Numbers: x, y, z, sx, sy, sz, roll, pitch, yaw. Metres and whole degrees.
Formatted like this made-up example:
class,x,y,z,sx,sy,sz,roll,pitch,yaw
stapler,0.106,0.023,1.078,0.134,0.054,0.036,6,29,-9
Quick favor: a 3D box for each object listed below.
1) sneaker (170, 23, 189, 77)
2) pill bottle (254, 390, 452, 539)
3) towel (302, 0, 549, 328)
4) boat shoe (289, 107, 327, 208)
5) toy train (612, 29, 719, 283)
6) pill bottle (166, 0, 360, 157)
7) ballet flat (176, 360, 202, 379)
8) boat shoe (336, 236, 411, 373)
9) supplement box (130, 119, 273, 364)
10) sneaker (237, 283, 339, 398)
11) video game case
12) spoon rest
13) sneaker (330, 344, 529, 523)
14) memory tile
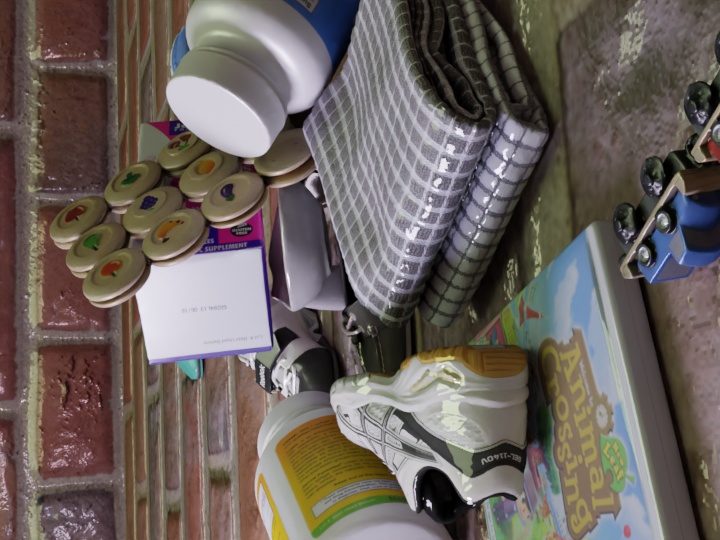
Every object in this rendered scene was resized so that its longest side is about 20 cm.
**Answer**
class,x,y,z,sx,sy,sz,roll,pitch,yaw
sneaker,-0.185,-0.234,1.409,0.089,0.077,0.203,-51,50,52
pill bottle,-0.014,0.167,0.797,0.200,0.109,0.113,-129,43,-63
towel,0.031,-0.089,0.701,0.202,0.084,0.167,-107,26,-43
boat shoe,-0.066,-0.151,0.943,0.077,0.070,0.202,-82,-21,-54
toy train,0.149,-0.062,0.426,0.046,0.034,0.201,62,148,33
pill bottle,-0.057,-0.184,0.805,0.202,0.111,0.112,-63,8,-23
ballet flat,-0.276,0.071,1.673,0.068,0.069,0.203,123,143,-58
boat shoe,0.000,0.000,0.840,0.067,0.056,0.204,147,122,-68
supplement box,-0.128,-0.032,0.916,0.201,0.099,0.105,-102,8,-53
sneaker,-0.074,0.082,1.027,0.201,0.087,0.075,-119,36,-54
video game case,0.105,0.105,0.573,0.182,0.022,0.203,125,142,-60
spoon rest,-0.049,-0.006,0.878,0.200,0.059,0.101,71,-169,-73
sneaker,0.032,0.100,0.641,0.200,0.074,0.089,144,123,-69
memory tile,-0.133,-0.059,0.830,0.153,0.199,0.017,43,165,52
